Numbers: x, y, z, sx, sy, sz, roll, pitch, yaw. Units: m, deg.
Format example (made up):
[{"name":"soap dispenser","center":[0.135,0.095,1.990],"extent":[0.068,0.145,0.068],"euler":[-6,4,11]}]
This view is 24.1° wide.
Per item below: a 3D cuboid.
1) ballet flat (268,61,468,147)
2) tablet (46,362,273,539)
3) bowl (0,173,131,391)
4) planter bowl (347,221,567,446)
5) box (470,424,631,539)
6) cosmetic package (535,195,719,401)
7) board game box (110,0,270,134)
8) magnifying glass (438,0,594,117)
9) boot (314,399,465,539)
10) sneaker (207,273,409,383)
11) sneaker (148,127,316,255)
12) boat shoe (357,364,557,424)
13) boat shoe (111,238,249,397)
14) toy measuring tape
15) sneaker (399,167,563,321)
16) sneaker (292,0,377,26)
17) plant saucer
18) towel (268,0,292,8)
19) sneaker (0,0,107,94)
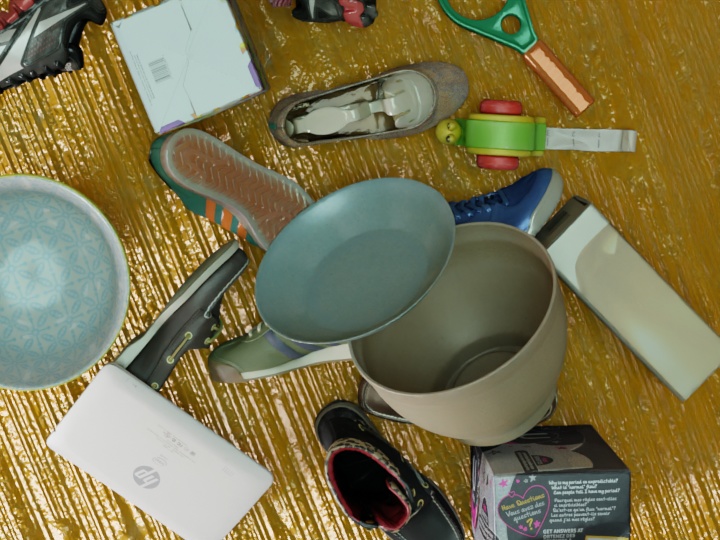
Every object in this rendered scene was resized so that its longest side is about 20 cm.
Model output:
[{"name":"ballet flat","center":[0.010,-0.153,1.607],"extent":[0.198,0.067,0.069],"euler":[-16,98,0]},{"name":"tablet","center":[-0.196,0.185,1.639],"extent":[0.199,0.014,0.130],"euler":[36,120,-9]},{"name":"bowl","center":[-0.311,0.005,1.598],"extent":[0.198,0.108,0.202],"euler":[0,97,-1]},{"name":"planter bowl","center":[0.105,0.075,1.536],"extent":[0.199,0.201,0.135],"euler":[-29,130,2]},{"name":"box","center":[0.174,0.219,1.591],"extent":[0.131,0.200,0.116],"euler":[-1,96,-2]},{"name":"cosmetic package","center":[0.258,0.025,1.619],"extent":[0.071,0.105,0.200],"euler":[-45,98,4]},{"name":"board game box","center":[-0.149,-0.192,1.531],"extent":[0.102,0.200,0.106],"euler":[-22,96,1]},{"name":"magnifying glass","center":[0.149,-0.229,1.613],"extent":[0.080,0.022,0.200],"euler":[-42,86,0]},{"name":"boot","center":[0.030,0.219,1.612],"extent":[0.073,0.151,0.200],"euler":[-37,96,3]},{"name":"sneaker","center":[-0.057,0.045,1.618],"extent":[0.198,0.067,0.091],"euler":[-10,107,8]},{"name":"sneaker","center":[-0.117,-0.072,1.620],"extent":[0.200,0.080,0.072],"euler":[37,77,-24]},{"name":"boat shoe","center":[0.096,0.120,1.641],"extent":[0.198,0.072,0.077],"euler":[-1,97,-1]},{"name":"boat shoe","center":[-0.171,0.057,1.629],"extent":[0.061,0.072,0.201],"euler":[42,102,-7]},{"name":"toy measuring tape","center":[0.171,-0.128,1.614],"extent":[0.198,0.074,0.074],"euler":[3,97,-2]},{"name":"sneaker","center":[0.094,-0.051,1.617],"extent":[0.200,0.077,0.111],"euler":[-42,106,10]},{"name":"sneaker","center":[-0.047,-0.312,1.553],"extent":[0.097,0.071,0.202],"euler":[-6,127,13]},{"name":"plant saucer","center":[0.000,0.000,1.542],"extent":[0.200,0.202,0.039],"euler":[-28,130,2]},{"name":"towel","center":[-0.110,-0.351,1.523],"extent":[0.200,0.023,0.145],"euler":[45,133,23]},{"name":"sneaker","center":[-0.318,-0.205,1.590],"extent":[0.098,0.071,0.200],"euler":[45,93,-4]}]
